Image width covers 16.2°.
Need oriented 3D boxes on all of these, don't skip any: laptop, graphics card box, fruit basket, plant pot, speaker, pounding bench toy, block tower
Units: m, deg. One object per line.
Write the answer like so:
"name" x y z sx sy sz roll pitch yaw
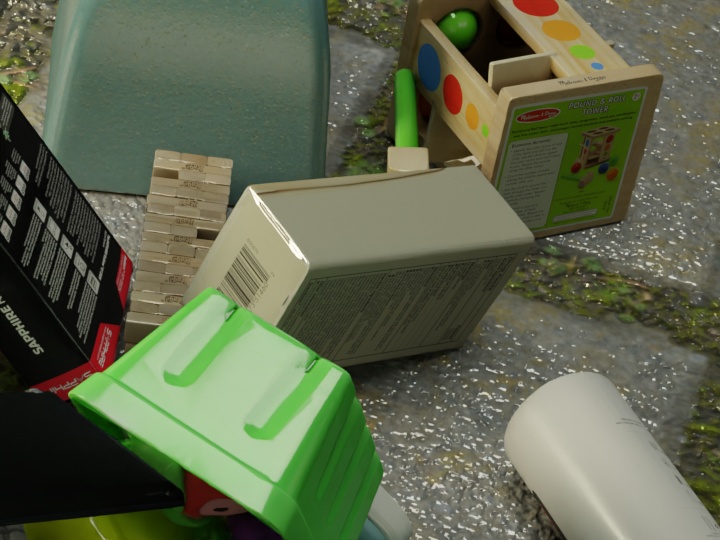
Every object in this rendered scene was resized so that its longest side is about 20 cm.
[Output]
"laptop" -0.216 0.116 1.193 0.177 0.200 0.104 -1 60 -45
"graphics card box" -0.213 -0.030 1.518 0.051 0.200 0.126 -21 33 19
"fruit basket" -0.095 0.130 1.314 0.155 0.216 0.215 31 41 18
"plant pot" -0.111 -0.185 1.728 0.195 0.201 0.197 5 37 -7
"speaker" 0.161 0.149 1.466 0.081 0.082 0.200 -9 42 -25
"pounding bench toy" 0.075 -0.113 1.744 0.199 0.125 0.156 -11 43 -27
"block tower" -0.116 -0.001 1.610 0.057 0.054 0.201 7 37 -5

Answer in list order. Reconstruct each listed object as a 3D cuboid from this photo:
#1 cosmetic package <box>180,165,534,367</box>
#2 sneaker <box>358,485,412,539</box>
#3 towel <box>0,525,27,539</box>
"cosmetic package" 0.000 0.000 1.554 0.199 0.104 0.073 -7 50 -46
"sneaker" -0.071 0.130 1.456 0.199 0.074 0.082 25 66 12
"towel" -0.234 0.223 1.198 0.165 0.086 0.201 -7 85 -21
